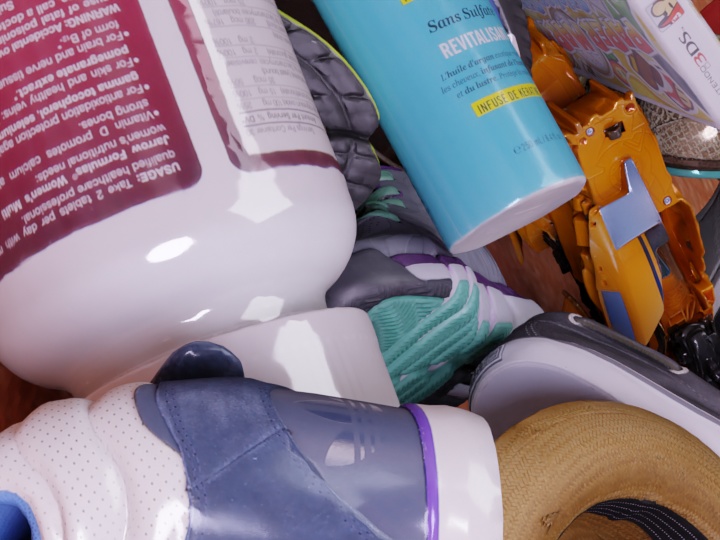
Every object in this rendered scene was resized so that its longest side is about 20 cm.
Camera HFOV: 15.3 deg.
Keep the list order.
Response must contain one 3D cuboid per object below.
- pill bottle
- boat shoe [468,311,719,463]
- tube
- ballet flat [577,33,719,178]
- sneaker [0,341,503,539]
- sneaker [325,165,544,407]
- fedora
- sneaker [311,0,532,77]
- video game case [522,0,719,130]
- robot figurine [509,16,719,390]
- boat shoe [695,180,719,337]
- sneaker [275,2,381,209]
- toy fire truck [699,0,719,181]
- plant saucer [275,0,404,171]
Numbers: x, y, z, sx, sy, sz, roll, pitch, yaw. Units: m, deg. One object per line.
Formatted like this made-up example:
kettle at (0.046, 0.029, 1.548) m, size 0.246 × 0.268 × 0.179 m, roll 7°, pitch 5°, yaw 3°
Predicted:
pill bottle at (-0.066, -0.035, 0.749) m, size 0.110 × 0.109 × 0.200 m, roll 4°, pitch 62°, yaw -65°
boat shoe at (0.130, 0.078, 0.926) m, size 0.200 × 0.070 × 0.066 m, roll 29°, pitch 31°, yaw 4°
tube at (0.006, -0.103, 0.886) m, size 0.077 × 0.050 × 0.200 m, roll -18°, pitch 76°, yaw -49°
ballet flat at (0.118, -0.076, 1.138) m, size 0.200 × 0.068 × 0.075 m, roll -173°, pitch -97°, yaw -76°
sneaker at (-0.051, 0.113, 0.677) m, size 0.081 × 0.146 × 0.200 m, roll -109°, pitch -155°, yaw -55°
sneaker at (0.000, 0.000, 0.932) m, size 0.088 × 0.074 × 0.200 m, roll 56°, pitch 10°, yaw 14°
fedora at (0.066, 0.144, 0.846) m, size 0.200 × 0.082 × 0.201 m, roll 12°, pitch 71°, yaw -39°
sneaker at (-0.009, -0.122, 0.965) m, size 0.200 × 0.076 × 0.077 m, roll 56°, pitch 45°, yaw -17°
video game case at (0.052, -0.142, 1.026) m, size 0.182 × 0.023 × 0.200 m, roll 51°, pitch -8°, yaw -24°
robot figurine at (0.100, 0.004, 1.074) m, size 0.145 × 0.058 × 0.200 m, roll 47°, pitch -18°, yaw 59°
boat shoe at (0.170, -0.003, 1.149) m, size 0.060 × 0.200 × 0.076 m, roll 11°, pitch 54°, yaw -9°
sneaker at (-0.075, -0.095, 0.870) m, size 0.200 × 0.074 × 0.081 m, roll 52°, pitch -2°, yaw -14°
toy fire truck at (0.180, -0.059, 1.245) m, size 0.200 × 0.049 × 0.141 m, roll 46°, pitch -12°, yaw 16°
plant saucer at (-0.023, -0.120, 1.043) m, size 0.200 × 0.032 × 0.200 m, roll 48°, pitch 27°, yaw -35°
